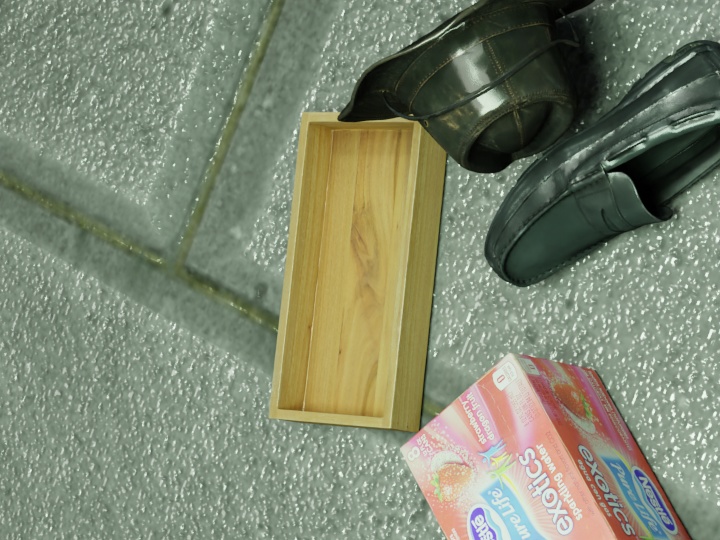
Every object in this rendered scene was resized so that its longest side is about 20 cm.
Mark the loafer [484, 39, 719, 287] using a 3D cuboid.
[{"bbox_3d":[0.155,-0.054,1.655,0.200,0.068,0.071,-41,46,21],"label":"loafer"}]

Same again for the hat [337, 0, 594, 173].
[{"bbox_3d":[0.082,-0.106,1.659,0.200,0.200,0.081,-34,81,28],"label":"hat"}]

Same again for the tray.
[{"bbox_3d":[0.000,0.000,1.786,0.098,0.037,0.201,2,83,37],"label":"tray"}]

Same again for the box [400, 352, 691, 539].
[{"bbox_3d":[0.123,0.160,1.630,0.103,0.094,0.201,-42,60,24],"label":"box"}]
